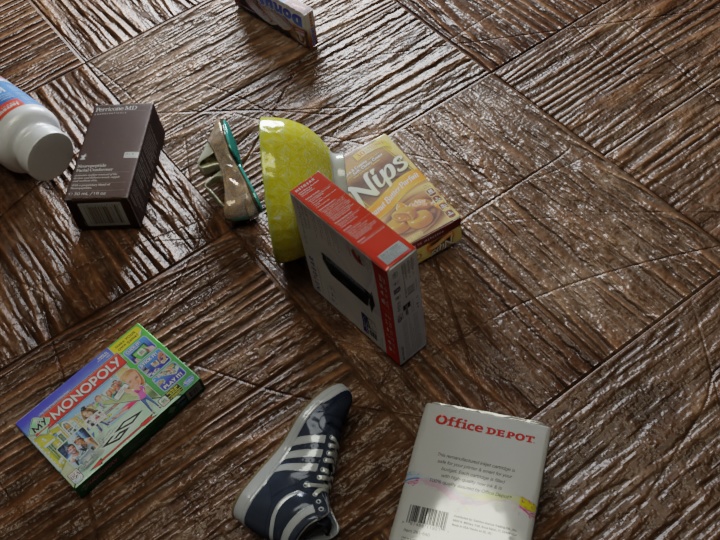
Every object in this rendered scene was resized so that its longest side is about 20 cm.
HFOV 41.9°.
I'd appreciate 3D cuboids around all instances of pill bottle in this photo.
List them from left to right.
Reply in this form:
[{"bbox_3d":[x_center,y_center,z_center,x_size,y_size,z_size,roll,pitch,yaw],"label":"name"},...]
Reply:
[{"bbox_3d":[-0.540,-0.221,1.469,0.200,0.112,0.112,33,63,28],"label":"pill bottle"}]

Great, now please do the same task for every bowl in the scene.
[{"bbox_3d":[-0.071,-0.112,1.271,0.107,0.200,0.201,-6,52,0],"label":"bowl"}]

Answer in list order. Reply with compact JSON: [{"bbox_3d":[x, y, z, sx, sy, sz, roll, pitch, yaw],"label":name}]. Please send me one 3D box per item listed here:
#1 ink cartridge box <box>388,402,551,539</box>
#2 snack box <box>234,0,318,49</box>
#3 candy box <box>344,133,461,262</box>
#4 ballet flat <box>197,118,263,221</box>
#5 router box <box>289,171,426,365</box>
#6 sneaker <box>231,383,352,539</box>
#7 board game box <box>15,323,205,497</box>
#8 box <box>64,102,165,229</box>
[{"bbox_3d":[0.120,0.261,1.031,0.144,0.084,0.200,9,55,14],"label":"ink cartridge box"},{"bbox_3d":[-0.151,-0.454,1.618,0.024,0.072,0.200,-40,58,-23],"label":"snack box"},{"bbox_3d":[0.041,-0.096,1.331,0.115,0.055,0.200,-29,55,-13],"label":"candy box"},{"bbox_3d":[-0.205,-0.150,1.401,0.067,0.068,0.200,-24,52,-2],"label":"ballet flat"},{"bbox_3d":[0.000,0.000,1.174,0.049,0.200,0.179,-37,56,-20],"label":"router box"},{"bbox_3d":[-0.047,0.231,1.084,0.108,0.070,0.200,27,68,31],"label":"sneaker"},{"bbox_3d":[-0.316,0.172,1.193,0.134,0.029,0.200,35,65,28],"label":"board game box"},{"bbox_3d":[-0.368,-0.161,1.425,0.100,0.075,0.200,-2,51,6],"label":"box"}]
